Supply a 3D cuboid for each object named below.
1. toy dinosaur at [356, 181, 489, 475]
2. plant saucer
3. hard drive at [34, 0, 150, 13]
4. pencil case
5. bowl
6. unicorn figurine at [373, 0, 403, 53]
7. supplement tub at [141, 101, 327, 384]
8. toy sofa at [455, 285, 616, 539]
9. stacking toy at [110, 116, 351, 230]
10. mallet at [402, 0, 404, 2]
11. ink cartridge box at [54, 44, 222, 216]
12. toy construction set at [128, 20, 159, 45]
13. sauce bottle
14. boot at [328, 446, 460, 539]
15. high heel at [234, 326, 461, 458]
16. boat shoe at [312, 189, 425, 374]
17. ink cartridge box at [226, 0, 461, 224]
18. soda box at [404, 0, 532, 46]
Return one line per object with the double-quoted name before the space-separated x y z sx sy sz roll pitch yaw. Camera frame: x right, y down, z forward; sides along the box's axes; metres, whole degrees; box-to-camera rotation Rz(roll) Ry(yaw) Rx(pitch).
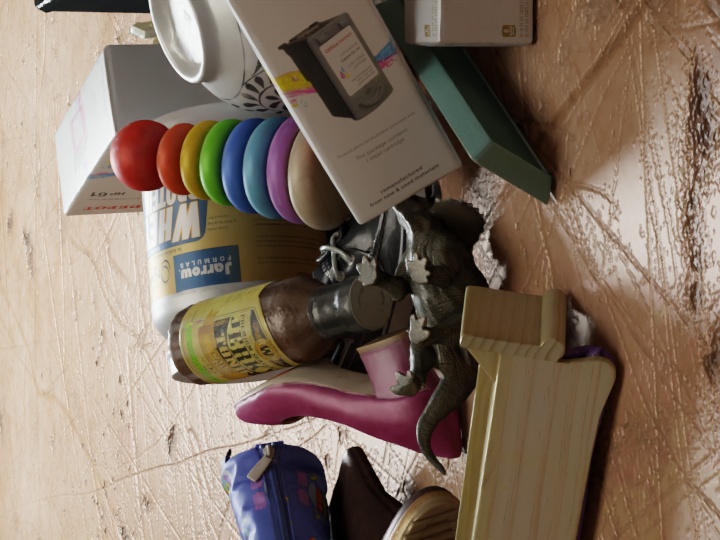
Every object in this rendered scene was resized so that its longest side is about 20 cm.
"toy dinosaur" 0.057 0.028 1.592 0.077 0.102 0.202 -22 81 42
"plant saucer" 0.068 -0.115 1.575 0.019 0.070 0.200 -49 36 18
"hard drive" -0.153 -0.231 1.963 0.139 0.198 0.033 174 94 -69
"pencil case" -0.054 0.208 1.748 0.201 0.077 0.087 -101 0 -48
"bowl" -0.094 -0.193 1.768 0.201 0.094 0.202 47 149 41
"unicorn figurine" 0.007 -0.225 1.735 0.137 0.073 0.202 2 109 69
"supplement tub" -0.097 -0.020 1.905 0.145 0.144 0.202 146 120 -66
"toy sofa" 0.098 0.117 1.503 0.083 0.097 0.202 -76 -7 -68
"stacking toy" -0.099 -0.078 1.799 0.199 0.085 0.086 5 98 32
"mallet" -0.015 -0.242 1.655 0.199 0.041 0.066 37 148 5
"ink cartridge box" -0.173 -0.120 2.106 0.200 0.143 0.085 137 127 -64
"toy construction set" -0.142 -0.282 2.103 0.131 0.091 0.201 51 127 58
"sauce bottle" -0.058 0.038 1.735 0.199 0.064 0.065 -17 74 48
"boot" 0.014 0.184 1.722 0.167 0.072 0.201 -115 27 -43
"high heel" -0.010 0.107 1.728 0.199 0.067 0.097 -21 93 40
"boat shoe" 0.000 0.000 1.753 0.072 0.067 0.201 -117 32 -50
"ink cartridge box" -0.026 -0.152 1.609 0.201 0.085 0.148 58 -178 -28
"soda box" 0.069 -0.244 1.547 0.064 0.068 0.202 -169 78 -69
